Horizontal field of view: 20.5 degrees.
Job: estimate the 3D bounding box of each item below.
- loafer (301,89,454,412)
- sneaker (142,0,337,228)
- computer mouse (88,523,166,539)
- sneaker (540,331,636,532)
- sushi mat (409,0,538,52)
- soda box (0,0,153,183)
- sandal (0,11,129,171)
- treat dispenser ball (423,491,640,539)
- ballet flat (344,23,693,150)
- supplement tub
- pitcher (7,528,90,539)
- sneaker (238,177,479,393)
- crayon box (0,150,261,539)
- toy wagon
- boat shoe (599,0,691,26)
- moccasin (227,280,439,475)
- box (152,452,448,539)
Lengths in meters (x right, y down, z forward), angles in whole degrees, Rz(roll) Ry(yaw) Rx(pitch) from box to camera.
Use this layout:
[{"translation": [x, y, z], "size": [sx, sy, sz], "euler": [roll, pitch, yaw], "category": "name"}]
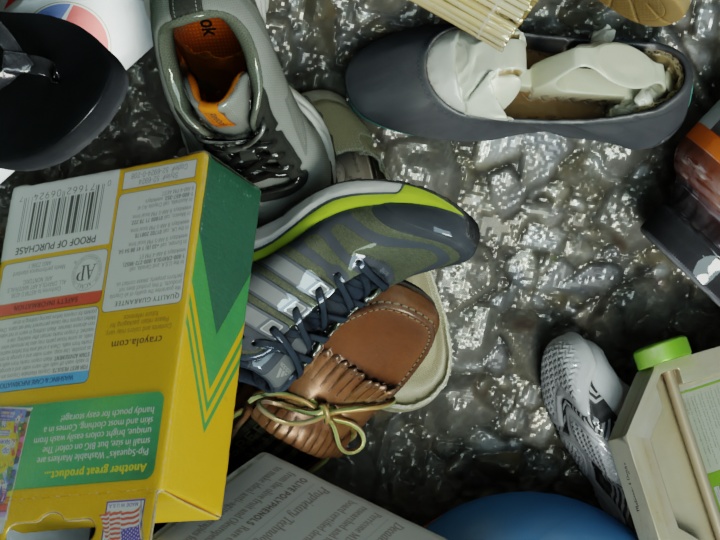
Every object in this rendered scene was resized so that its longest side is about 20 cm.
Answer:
[{"translation": [0.000, 0.000, 1.101], "size": [0.075, 0.068, 0.201], "euler": [-25, 114, -4], "category": "loafer"}, {"translation": [-0.063, -0.076, 0.982], "size": [0.074, 0.080, 0.201], "euler": [-13, 131, 10], "category": "sneaker"}, {"translation": [-0.121, 0.133, 1.044], "size": [0.046, 0.140, 0.201], "euler": [3, 70, 17], "category": "computer mouse"}, {"translation": [0.191, 0.101, 1.190], "size": [0.115, 0.075, 0.200], "euler": [-34, 108, -11], "category": "sneaker"}, {"translation": [0.011, -0.196, 1.015], "size": [0.199, 0.012, 0.096], "euler": [28, 116, -2], "category": "sushi mat"}, {"translation": [-0.176, -0.102, 1.018], "size": [0.200, 0.068, 0.064], "euler": [-42, 114, 4], "category": "soda box"}, {"translation": [-0.202, -0.101, 0.953], "size": [0.076, 0.199, 0.043], "euler": [-67, 154, -9], "category": "sandal"}, {"translation": [0.095, 0.228, 1.141], "size": [0.200, 0.201, 0.202], "euler": [-5, 112, -12], "category": "treat dispenser ball"}, {"translation": [0.093, -0.106, 1.082], "size": [0.199, 0.073, 0.073], "euler": [4, 109, -17], "category": "ballet flat"}, {"translation": [0.250, -0.072, 1.117], "size": [0.107, 0.107, 0.200], "euler": [41, 96, -24], "category": "supplement tub"}, {"translation": [-0.232, 0.096, 1.057], "size": [0.171, 0.121, 0.201], "euler": [-20, 125, -4], "category": "pitcher"}, {"translation": [-0.030, 0.017, 0.998], "size": [0.199, 0.081, 0.074], "euler": [-20, 147, 21], "category": "sneaker"}, {"translation": [-0.122, 0.051, 0.957], "size": [0.125, 0.201, 0.052], "euler": [-8, 154, 32], "category": "crayon box"}, {"translation": [0.240, 0.103, 1.143], "size": [0.199, 0.040, 0.156], "euler": [-14, 83, -25], "category": "toy wagon"}, {"translation": [0.100, -0.210, 1.054], "size": [0.200, 0.071, 0.070], "euler": [34, 73, -15], "category": "boat shoe"}, {"translation": [-0.030, 0.074, 1.076], "size": [0.074, 0.078, 0.201], "euler": [36, 126, -24], "category": "moccasin"}, {"translation": [-0.043, 0.237, 0.982], "size": [0.171, 0.200, 0.200], "euler": [24, 115, 17], "category": "box"}]
